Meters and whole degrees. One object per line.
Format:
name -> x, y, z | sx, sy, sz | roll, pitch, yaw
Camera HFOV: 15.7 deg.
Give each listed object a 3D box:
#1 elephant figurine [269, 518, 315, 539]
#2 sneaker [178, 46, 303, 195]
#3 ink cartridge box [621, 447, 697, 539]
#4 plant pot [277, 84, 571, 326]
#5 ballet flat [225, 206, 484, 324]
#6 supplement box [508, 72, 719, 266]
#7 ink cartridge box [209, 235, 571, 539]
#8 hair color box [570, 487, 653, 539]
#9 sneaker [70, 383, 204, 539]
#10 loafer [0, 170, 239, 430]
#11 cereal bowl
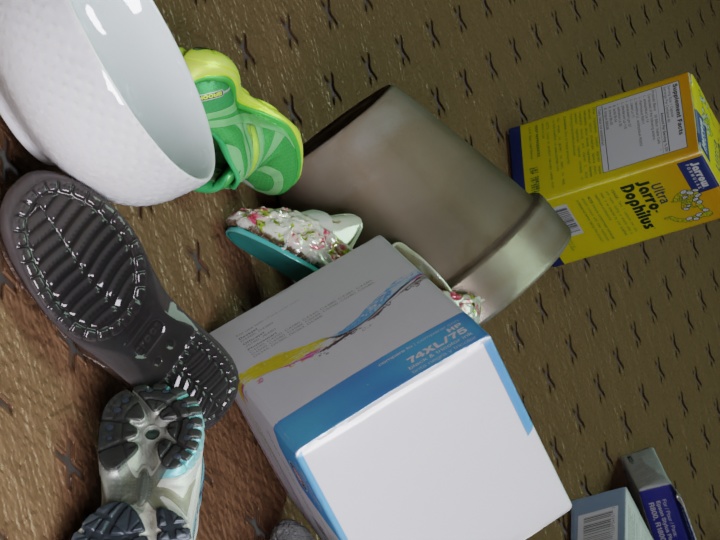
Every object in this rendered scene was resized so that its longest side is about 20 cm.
elephant figurine -> -0.040, 0.240, 1.624 | 0.141, 0.155, 0.200 | -13, 72, -29
sneaker -> -0.101, -0.089, 1.805 | 0.200, 0.074, 0.084 | 42, 61, -63
ink cartridge box -> 0.320, 0.294, 2.633 | 0.200, 0.041, 0.200 | -101, 172, -81
plant pot -> 0.028, -0.036, 1.966 | 0.174, 0.200, 0.200 | 52, 22, -7
ballet flat -> 0.000, 0.000, 1.854 | 0.064, 0.200, 0.076 | -59, -176, -16
supplement box -> 0.262, -0.100, 2.631 | 0.110, 0.200, 0.109 | 53, 28, -46
ink cartridge box -> 0.014, 0.099, 1.713 | 0.147, 0.146, 0.200 | 63, -9, -28
hair color box -> 0.262, 0.314, 2.494 | 0.099, 0.061, 0.200 | -82, 149, -51
sneaker -> -0.122, 0.165, 1.492 | 0.086, 0.077, 0.200 | 84, 15, -46
loafer -> -0.156, 0.021, 1.554 | 0.073, 0.071, 0.200 | -47, 121, -19
cereal bowl -> -0.171, -0.123, 1.556 | 0.200, 0.083, 0.200 | 58, 13, -22
